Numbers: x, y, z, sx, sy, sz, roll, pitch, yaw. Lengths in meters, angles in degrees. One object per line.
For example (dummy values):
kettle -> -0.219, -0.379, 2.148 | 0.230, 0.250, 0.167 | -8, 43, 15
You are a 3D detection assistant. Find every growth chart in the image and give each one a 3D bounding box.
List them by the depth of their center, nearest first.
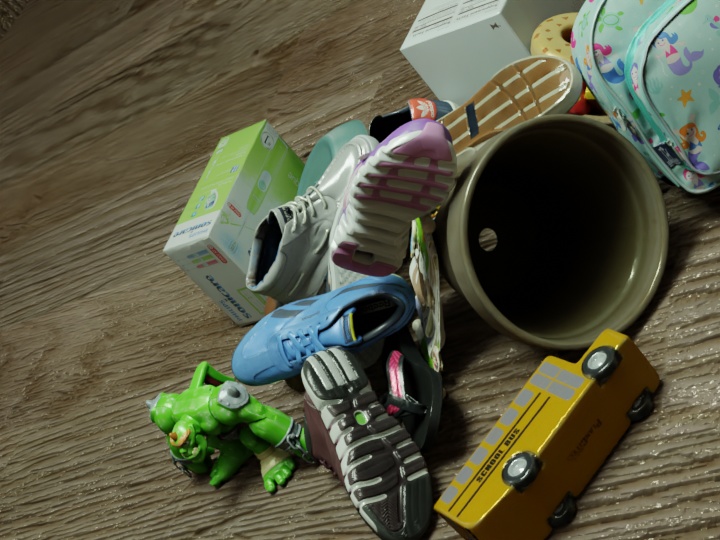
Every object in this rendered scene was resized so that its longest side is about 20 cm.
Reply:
growth chart -> 0.061, 0.003, 1.189 | 0.018, 0.202, 0.145 | -8, 27, -5

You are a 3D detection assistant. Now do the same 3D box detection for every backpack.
backpack -> 0.286, -0.184, 1.069 | 0.177, 0.200, 0.151 | -40, 4, 5

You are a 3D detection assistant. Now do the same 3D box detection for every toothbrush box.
toothbrush box -> -0.133, -0.058, 1.517 | 0.086, 0.146, 0.201 | -15, 39, 39

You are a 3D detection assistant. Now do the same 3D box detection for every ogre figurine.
ogre figurine -> -0.142, 0.163, 1.270 | 0.199, 0.120, 0.098 | 8, 57, 55

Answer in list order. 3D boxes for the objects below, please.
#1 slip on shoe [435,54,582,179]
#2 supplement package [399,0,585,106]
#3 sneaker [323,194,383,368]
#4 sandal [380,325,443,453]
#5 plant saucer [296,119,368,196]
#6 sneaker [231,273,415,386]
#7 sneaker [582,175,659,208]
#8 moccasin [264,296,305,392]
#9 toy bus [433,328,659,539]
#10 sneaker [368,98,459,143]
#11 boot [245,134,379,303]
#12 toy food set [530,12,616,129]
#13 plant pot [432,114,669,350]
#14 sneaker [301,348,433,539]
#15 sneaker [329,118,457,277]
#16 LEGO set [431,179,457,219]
slip on shoe -> 0.137, -0.135, 1.164 | 0.199, 0.060, 0.077 | -32, 52, 41
supplement package -> 0.174, -0.287, 1.427 | 0.150, 0.152, 0.201 | -11, 43, 44
sneaker -> 0.000, 0.000, 1.280 | 0.079, 0.078, 0.202 | 152, 129, -85
sandal -> 0.036, 0.108, 1.171 | 0.200, 0.045, 0.076 | -118, 40, -65
plant saucer -> -0.041, -0.080, 1.438 | 0.200, 0.036, 0.202 | -168, 90, -72
sneaker -> -0.040, 0.059, 1.196 | 0.198, 0.066, 0.078 | -24, 7, 8
sneaker -> 0.242, -0.126, 1.238 | 0.088, 0.076, 0.201 | -24, 38, 7
moccasin -> -0.077, 0.085, 1.338 | 0.201, 0.073, 0.078 | -130, 56, -63
toy bus -> 0.153, 0.139, 0.998 | 0.200, 0.065, 0.078 | -51, 29, -12
sneaker -> 0.029, -0.136, 1.433 | 0.200, 0.084, 0.076 | -44, 51, 39
boot -> -0.051, -0.056, 1.309 | 0.073, 0.095, 0.202 | 33, 104, 46
toy food set -> 0.262, -0.202, 1.243 | 0.196, 0.049, 0.201 | 3, 36, 16
plant pot -> 0.147, -0.031, 1.121 | 0.200, 0.200, 0.173 | -51, 15, -14
sneaker -> 0.001, 0.178, 1.138 | 0.075, 0.116, 0.201 | -14, 57, -20
sneaker -> 0.026, -0.079, 1.090 | 0.200, 0.080, 0.089 | 122, 160, -55
LEGO set -> 0.130, -0.097, 1.319 | 0.199, 0.116, 0.154 | -39, 0, 1
